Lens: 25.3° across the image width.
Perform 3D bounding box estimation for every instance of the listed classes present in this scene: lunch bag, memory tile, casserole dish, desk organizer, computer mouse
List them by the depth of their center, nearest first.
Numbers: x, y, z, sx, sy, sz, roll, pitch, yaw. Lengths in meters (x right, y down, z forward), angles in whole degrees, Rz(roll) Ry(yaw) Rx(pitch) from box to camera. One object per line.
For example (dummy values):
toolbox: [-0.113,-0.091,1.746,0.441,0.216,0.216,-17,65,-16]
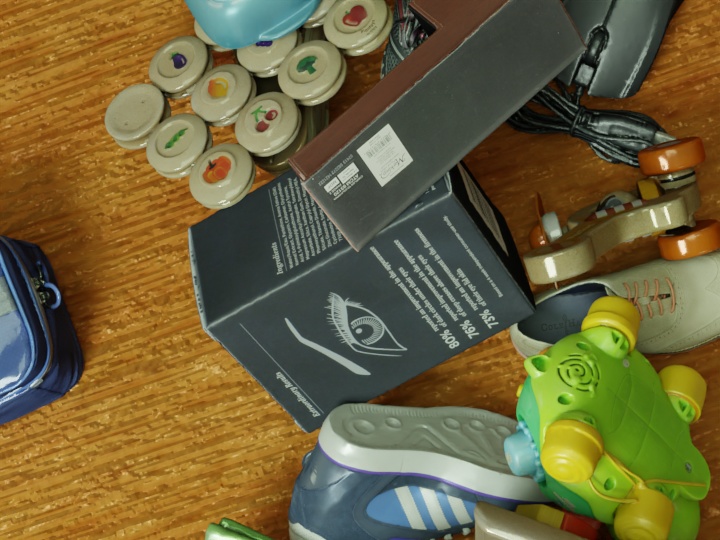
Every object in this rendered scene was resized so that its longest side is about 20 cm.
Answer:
desk organizer: [0.040,-0.116,1.036,0.200,0.072,0.077,-41,40,-1]
memory tile: [-0.084,-0.147,1.168,0.153,0.017,0.200,35,80,35]
computer mouse: [0.191,-0.186,1.178,0.137,0.053,0.202,20,89,12]
casserole dish: [-0.093,-0.252,1.200,0.120,0.039,0.201,-33,53,3]
lunch bag: [-0.312,0.054,1.210,0.198,0.132,0.137,-25,81,8]

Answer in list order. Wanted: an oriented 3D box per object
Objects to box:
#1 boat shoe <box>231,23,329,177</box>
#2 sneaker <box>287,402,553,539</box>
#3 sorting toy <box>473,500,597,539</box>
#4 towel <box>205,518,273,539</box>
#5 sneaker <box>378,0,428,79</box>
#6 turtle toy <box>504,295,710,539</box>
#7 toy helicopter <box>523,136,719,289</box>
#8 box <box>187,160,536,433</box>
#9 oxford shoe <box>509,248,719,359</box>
boat shoe: [-0.055,-0.157,1.217,0.071,0.065,0.202,-12,65,18]
sneaker: [0.045,0.179,1.174,0.198,0.081,0.148,9,121,-15]
sorting toy: [0.166,0.203,1.078,0.183,0.200,0.037,19,75,11]
towel: [-0.062,0.289,1.159,0.148,0.031,0.202,19,109,9]
sneaker: [0.052,-0.193,1.193,0.080,0.075,0.203,3,87,11]
turtle toy: [0.174,0.126,1.104,0.200,0.146,0.101,44,139,-21]
toy helicopter: [0.159,-0.028,1.104,0.131,0.200,0.080,-9,101,33]
box: [0.000,0.000,1.127,0.199,0.148,0.105,-27,44,12]
oxford shoe: [0.203,0.029,1.146,0.198,0.074,0.072,-17,83,9]
